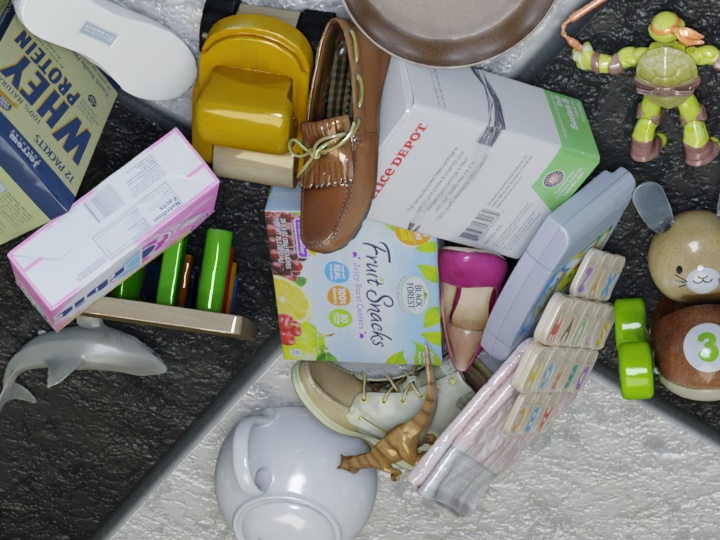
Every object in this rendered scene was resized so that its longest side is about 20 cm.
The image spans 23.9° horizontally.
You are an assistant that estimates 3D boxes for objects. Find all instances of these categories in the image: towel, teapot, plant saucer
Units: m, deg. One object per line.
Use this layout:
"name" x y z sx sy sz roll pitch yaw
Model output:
"towel" 0.138 0.163 1.703 0.191 0.032 0.200 -49 158 -1
"teapot" -0.077 0.254 1.867 0.199 0.146 0.198 24 130 -11
"plant saucer" 0.075 -0.269 1.423 0.199 0.032 0.201 -2 117 -3

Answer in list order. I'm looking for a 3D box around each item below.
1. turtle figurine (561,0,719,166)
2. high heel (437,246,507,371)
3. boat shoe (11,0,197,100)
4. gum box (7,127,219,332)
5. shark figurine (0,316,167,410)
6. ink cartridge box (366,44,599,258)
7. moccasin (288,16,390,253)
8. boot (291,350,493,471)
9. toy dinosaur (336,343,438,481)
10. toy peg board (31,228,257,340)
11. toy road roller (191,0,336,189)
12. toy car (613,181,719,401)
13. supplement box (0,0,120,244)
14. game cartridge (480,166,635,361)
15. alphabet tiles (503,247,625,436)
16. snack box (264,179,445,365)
"turtle figurine" 0.281 -0.167 1.490 0.199 0.065 0.162 -4 131 12
"high heel" 0.104 0.037 1.615 0.067 0.097 0.200 7 169 12
"boat shoe" -0.232 -0.216 1.521 0.199 0.069 0.072 18 117 -41
"gum box" -0.217 -0.038 1.533 0.066 0.200 0.114 51 167 5
"shark figurine" -0.331 0.106 1.816 0.214 0.090 0.128 -19 124 21
"ink cartridge box" 0.090 -0.104 1.531 0.199 0.084 0.146 14 134 -26
"moccasin" -0.022 -0.114 1.434 0.073 0.202 0.078 5 169 41
"boot" 0.042 0.122 1.781 0.200 0.072 0.155 34 129 -26
"toy dinosaur" 0.051 0.173 1.742 0.106 0.061 0.200 28 128 -21
"toy peg board" -0.201 0.005 1.677 0.199 0.098 0.199 8 176 2
"toy road roller" -0.095 -0.139 1.516 0.122 0.146 0.201 9 132 4
"toy car" 0.319 0.006 1.594 0.163 0.158 0.201 -4 119 7
"supplement box" -0.353 -0.123 1.536 0.199 0.200 0.134 -22 124 26
"game cartridge" 0.181 0.000 1.601 0.040 0.133 0.200 43 142 18
"alphabet tiles" 0.200 0.072 1.634 0.015 0.200 0.196 28 97 23
"snack box" 0.000 0.000 1.681 0.168 0.068 0.201 3 133 7
